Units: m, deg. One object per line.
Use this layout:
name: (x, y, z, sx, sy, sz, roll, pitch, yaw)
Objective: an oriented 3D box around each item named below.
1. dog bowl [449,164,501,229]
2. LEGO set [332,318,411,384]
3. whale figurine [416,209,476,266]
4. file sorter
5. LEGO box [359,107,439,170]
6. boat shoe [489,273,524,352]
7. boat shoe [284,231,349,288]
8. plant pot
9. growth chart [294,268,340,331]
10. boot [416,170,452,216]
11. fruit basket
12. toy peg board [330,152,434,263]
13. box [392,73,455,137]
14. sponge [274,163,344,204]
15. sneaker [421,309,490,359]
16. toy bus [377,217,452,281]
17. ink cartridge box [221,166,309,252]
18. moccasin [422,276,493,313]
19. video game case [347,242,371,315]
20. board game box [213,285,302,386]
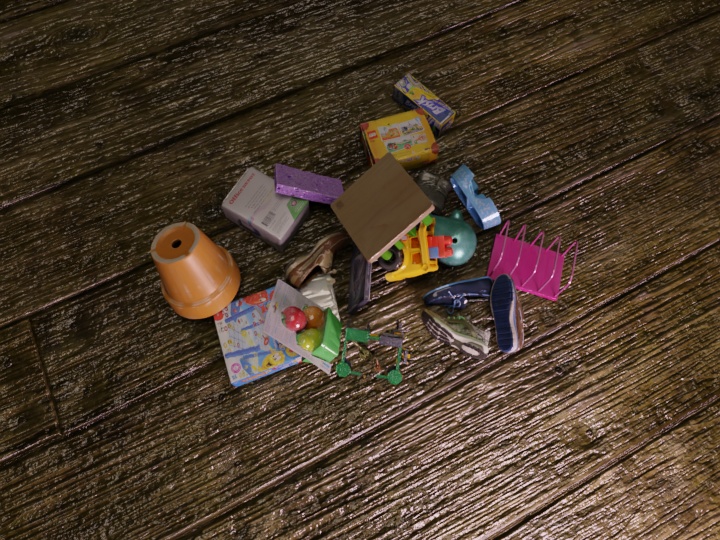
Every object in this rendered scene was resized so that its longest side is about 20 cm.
dog bowl: (0.317, -0.201, 1.496, 0.049, 0.112, 0.202, -30, 73, 2)
LEGO set: (0.029, 0.199, 1.352, 0.196, 0.116, 0.157, 0, 98, 2)
whale figurine: (0.220, -0.099, 1.436, 0.199, 0.104, 0.160, 39, 93, 4)
file sorter: (0.457, -0.033, 1.421, 0.197, 0.126, 0.141, 18, 67, 5)
LEGO box: (0.111, -0.372, 1.566, 0.197, 0.077, 0.151, -16, 70, -7)
boat shoe: (0.388, 0.112, 1.396, 0.072, 0.072, 0.204, 8, 79, -41)
boat shoe: (-0.108, -0.022, 1.426, 0.199, 0.076, 0.074, -37, 67, -11)
plant pot: (-0.422, -0.013, 1.330, 0.196, 0.184, 0.203, -5, 54, 7)
growth chart: (-0.123, 0.098, 1.414, 0.142, 0.018, 0.204, -7, 70, -4)
boot: (0.158, -0.230, 1.528, 0.197, 0.068, 0.132, 21, 65, -2)
fruit basket: (-0.142, 0.136, 1.298, 0.198, 0.094, 0.187, 31, 35, -19)
toy peg board: (0.063, -0.140, 1.306, 0.199, 0.098, 0.200, -40, 59, 9)
box: (0.191, -0.503, 1.626, 0.070, 0.064, 0.200, -42, 77, -15)
sponge: (-0.140, -0.234, 1.475, 0.197, 0.030, 0.112, 11, 37, -18)
sneaker: (0.251, 0.148, 1.388, 0.198, 0.077, 0.089, 31, 58, 4)
toy bus: (0.144, -0.083, 1.377, 0.189, 0.135, 0.204, -8, 88, 25)
ink cartridge box: (-0.259, -0.170, 1.473, 0.198, 0.088, 0.146, 30, 70, 8)
moccasin: (0.265, 0.067, 1.406, 0.196, 0.081, 0.069, -14, 74, -6)
video game case: (0.000, 0.000, 1.389, 0.019, 0.143, 0.204, 11, 68, -15)
board game box: (-0.256, 0.162, 1.357, 0.193, 0.056, 0.203, -20, 71, -4)
